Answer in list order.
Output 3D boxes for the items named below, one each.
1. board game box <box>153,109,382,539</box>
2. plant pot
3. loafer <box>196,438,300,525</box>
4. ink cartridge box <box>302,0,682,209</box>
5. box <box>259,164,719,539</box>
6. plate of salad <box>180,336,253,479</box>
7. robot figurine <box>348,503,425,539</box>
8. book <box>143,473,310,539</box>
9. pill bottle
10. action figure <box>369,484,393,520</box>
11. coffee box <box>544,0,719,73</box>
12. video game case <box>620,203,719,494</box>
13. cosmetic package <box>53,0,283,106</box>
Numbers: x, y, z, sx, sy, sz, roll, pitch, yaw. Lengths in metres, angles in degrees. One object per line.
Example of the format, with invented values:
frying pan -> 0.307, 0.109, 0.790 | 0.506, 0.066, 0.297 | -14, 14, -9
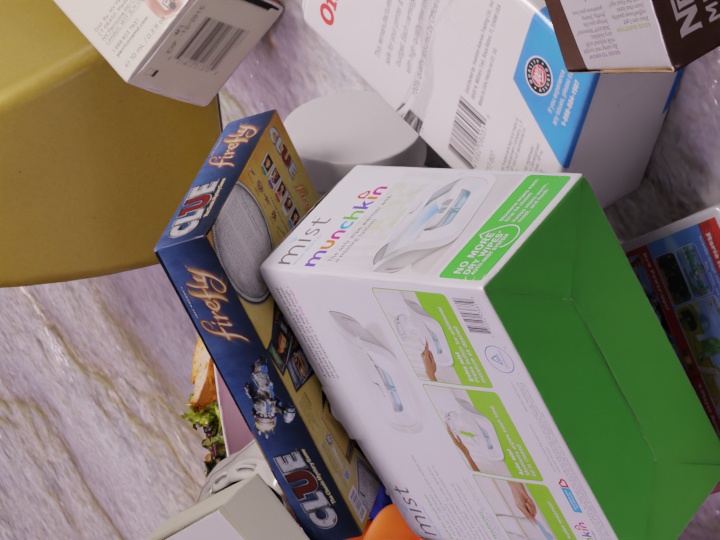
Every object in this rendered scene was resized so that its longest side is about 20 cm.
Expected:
board game box -> -0.037, 0.031, 1.355 | 0.034, 0.136, 0.201 | -14, 117, 25
plant pot -> -0.223, -0.101, 1.675 | 0.199, 0.176, 0.201 | 32, 139, 41
loafer -> -0.070, 0.148, 1.515 | 0.070, 0.070, 0.200 | 39, 145, 3
ink cartridge box -> 0.068, -0.135, 1.288 | 0.200, 0.084, 0.147 | 47, 148, 23
box -> 0.069, 0.053, 1.293 | 0.176, 0.097, 0.201 | 5, 133, 49
plate of salad -> -0.088, 0.104, 1.672 | 0.200, 0.048, 0.202 | -11, -90, -86
robot figurine -> 0.055, 0.214, 1.476 | 0.198, 0.145, 0.117 | 20, 177, 9
book -> -0.057, 0.192, 1.422 | 0.134, 0.048, 0.200 | 50, 155, -2
pill bottle -> 0.000, 0.000, 1.477 | 0.112, 0.112, 0.201 | 31, 136, 41
action figure -> 0.010, 0.179, 1.578 | 0.201, 0.065, 0.099 | 59, -174, -32
coffee box -> 0.126, -0.203, 1.116 | 0.079, 0.114, 0.202 | 4, 118, 55
video game case -> 0.158, 0.056, 1.334 | 0.199, 0.017, 0.144 | -24, 88, 51
cosmetic package -> -0.154, -0.205, 1.534 | 0.200, 0.103, 0.087 | 47, 106, 21
